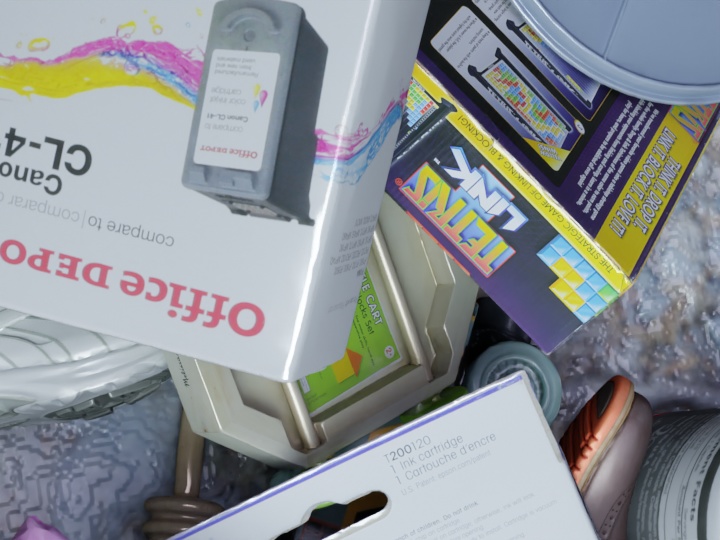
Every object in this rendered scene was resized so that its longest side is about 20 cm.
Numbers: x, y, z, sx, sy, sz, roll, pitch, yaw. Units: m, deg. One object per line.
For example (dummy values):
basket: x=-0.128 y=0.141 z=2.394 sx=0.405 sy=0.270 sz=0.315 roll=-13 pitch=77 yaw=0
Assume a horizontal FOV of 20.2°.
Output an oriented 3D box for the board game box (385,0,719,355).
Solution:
board game box: x=0.066 y=-0.079 z=0.868 sx=0.165 sy=0.057 sz=0.200 roll=46 pitch=33 yaw=-4

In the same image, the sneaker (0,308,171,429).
sneaker: x=-0.153 y=0.021 z=0.861 sx=0.198 sy=0.078 sz=0.100 roll=-16 pitch=80 yaw=-14

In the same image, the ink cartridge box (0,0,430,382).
ink cartridge box: x=-0.059 y=-0.075 z=0.737 sx=0.146 sy=0.086 sz=0.202 roll=14 pitch=95 yaw=11

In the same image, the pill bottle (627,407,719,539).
pill bottle: x=0.188 y=0.117 z=0.915 sx=0.113 sy=0.200 sz=0.115 roll=3 pitch=83 yaw=-20

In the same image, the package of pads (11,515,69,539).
package of pads: x=-0.121 y=0.192 z=0.665 sx=0.120 sy=0.076 sz=0.200 roll=33 pitch=54 yaw=6

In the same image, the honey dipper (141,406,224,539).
honey dipper: x=-0.073 y=0.051 z=0.914 sx=0.038 sy=0.038 sz=0.202 roll=10 pitch=78 yaw=-19

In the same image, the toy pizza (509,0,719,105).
toy pizza: x=0.129 y=-0.170 z=0.887 sx=0.198 sy=0.032 sz=0.202 roll=4 pitch=80 yaw=-23

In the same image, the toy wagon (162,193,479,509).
toy wagon: x=0.000 y=0.000 z=0.860 sx=0.199 sy=0.039 sz=0.156 roll=-28 pitch=104 yaw=-37

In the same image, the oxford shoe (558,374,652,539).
oxford shoe: x=0.104 y=0.142 z=0.914 sx=0.072 sy=0.071 sz=0.201 roll=17 pitch=112 yaw=3

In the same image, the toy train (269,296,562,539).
toy train: x=0.017 y=0.098 z=0.921 sx=0.113 sy=0.085 sz=0.202 roll=19 pitch=77 yaw=-7

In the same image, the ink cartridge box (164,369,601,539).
ink cartridge box: x=0.014 y=0.155 z=0.844 sx=0.197 sy=0.043 sz=0.201 roll=-25 pitch=114 yaw=1
